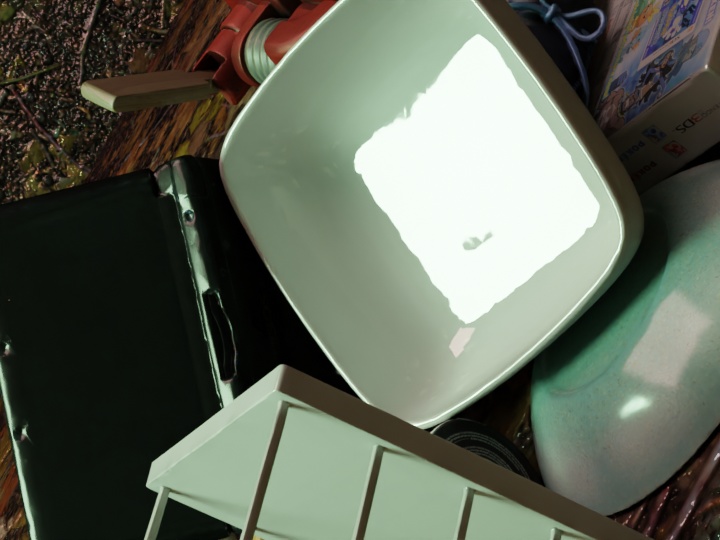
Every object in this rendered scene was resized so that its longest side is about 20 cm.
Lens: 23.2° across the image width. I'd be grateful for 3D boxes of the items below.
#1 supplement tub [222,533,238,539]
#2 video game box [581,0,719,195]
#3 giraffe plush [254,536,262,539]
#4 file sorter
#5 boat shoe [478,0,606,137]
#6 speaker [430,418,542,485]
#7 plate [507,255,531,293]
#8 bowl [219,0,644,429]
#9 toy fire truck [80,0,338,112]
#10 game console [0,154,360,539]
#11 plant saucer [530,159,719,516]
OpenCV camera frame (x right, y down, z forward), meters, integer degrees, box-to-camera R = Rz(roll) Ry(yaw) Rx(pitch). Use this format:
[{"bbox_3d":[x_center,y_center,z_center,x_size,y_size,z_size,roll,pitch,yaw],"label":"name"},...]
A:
[{"bbox_3d":[-0.176,0.259,1.255,0.200,0.122,0.123,-50,19,31],"label":"supplement tub"},{"bbox_3d":[0.171,-0.129,0.975,0.182,0.047,0.201,-42,21,53],"label":"video game box"},{"bbox_3d":[-0.087,0.110,1.195,0.163,0.198,0.173,112,-177,-49],"label":"giraffe plush"},{"bbox_3d":[0.007,0.156,0.762,0.139,0.199,0.126,-37,33,53],"label":"file sorter"},{"bbox_3d":[0.096,-0.140,0.988,0.201,0.083,0.069,-85,20,-59],"label":"boat shoe"},{"bbox_3d":[0.010,0.163,0.934,0.200,0.081,0.082,-47,21,40],"label":"speaker"},{"bbox_3d":[0.000,0.000,1.019,0.200,0.032,0.201,-45,64,33],"label":"plate"},{"bbox_3d":[0.042,-0.041,0.898,0.200,0.201,0.074,-42,-13,34],"label":"bowl"},{"bbox_3d":[-0.063,-0.148,1.142,0.201,0.129,0.175,-54,34,-13],"label":"toy fire truck"},{"bbox_3d":[-0.097,0.050,0.962,0.116,0.175,0.202,-19,79,33],"label":"game console"},{"bbox_3d":[0.134,0.023,0.869,0.202,0.038,0.202,-54,18,26],"label":"plant saucer"}]
